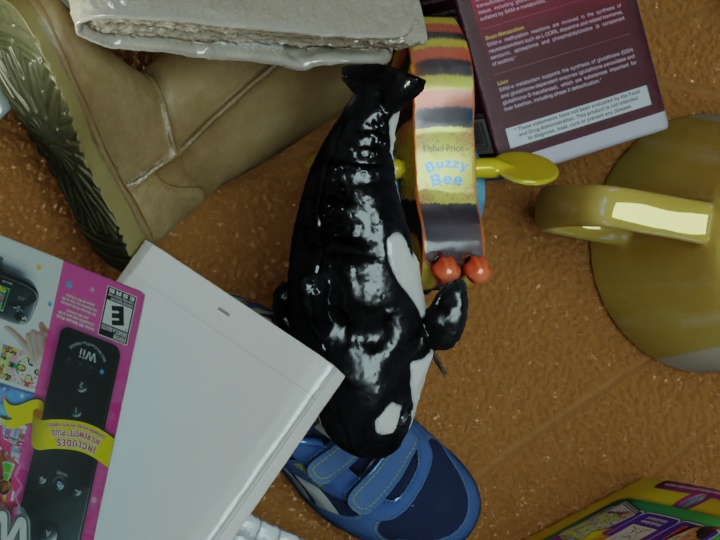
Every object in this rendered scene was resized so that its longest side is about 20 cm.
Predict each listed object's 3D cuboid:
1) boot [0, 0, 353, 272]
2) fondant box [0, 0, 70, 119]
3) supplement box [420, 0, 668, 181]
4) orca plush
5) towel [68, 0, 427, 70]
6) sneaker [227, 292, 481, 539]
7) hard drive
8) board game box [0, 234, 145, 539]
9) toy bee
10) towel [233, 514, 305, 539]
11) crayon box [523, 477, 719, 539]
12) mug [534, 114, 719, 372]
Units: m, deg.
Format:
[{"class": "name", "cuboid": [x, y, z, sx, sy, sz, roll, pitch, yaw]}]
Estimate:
[{"class": "boot", "cuboid": [-0.086, -0.120, 1.322, 0.200, 0.066, 0.176, -40, 130, -24]}, {"class": "fondant box", "cuboid": [-0.186, -0.188, 1.324, 0.144, 0.058, 0.200, 46, 76, -14]}, {"class": "supplement box", "cuboid": [0.090, -0.160, 1.414, 0.108, 0.061, 0.202, -17, 97, -17]}, {"class": "orca plush", "cuboid": [0.000, 0.000, 1.267, 0.105, 0.071, 0.202, 19, 105, 18]}, {"class": "towel", "cuboid": [-0.065, -0.168, 1.289, 0.199, 0.034, 0.133, 3, 58, -30]}, {"class": "sneaker", "cuboid": [-0.012, 0.089, 1.371, 0.200, 0.082, 0.074, 37, 77, -16]}, {"class": "hard drive", "cuboid": [-0.115, 0.100, 1.259, 0.131, 0.026, 0.201, 32, 82, 28]}, {"class": "board game box", "cuboid": [-0.193, 0.085, 1.188, 0.147, 0.064, 0.202, 22, 68, -30]}, {"class": "toy bee", "cuboid": [0.047, -0.033, 1.341, 0.130, 0.109, 0.201, -23, 106, -12]}, {"class": "towel", "cuboid": [-0.102, 0.198, 1.343, 0.199, 0.086, 0.167, 25, 84, -19]}, {"class": "crayon box", "cuboid": [0.133, 0.180, 1.357, 0.172, 0.200, 0.059, -26, 99, -16]}, {"class": "mug", "cuboid": [0.210, -0.008, 1.407, 0.185, 0.153, 0.150, -23, 98, -16]}]
